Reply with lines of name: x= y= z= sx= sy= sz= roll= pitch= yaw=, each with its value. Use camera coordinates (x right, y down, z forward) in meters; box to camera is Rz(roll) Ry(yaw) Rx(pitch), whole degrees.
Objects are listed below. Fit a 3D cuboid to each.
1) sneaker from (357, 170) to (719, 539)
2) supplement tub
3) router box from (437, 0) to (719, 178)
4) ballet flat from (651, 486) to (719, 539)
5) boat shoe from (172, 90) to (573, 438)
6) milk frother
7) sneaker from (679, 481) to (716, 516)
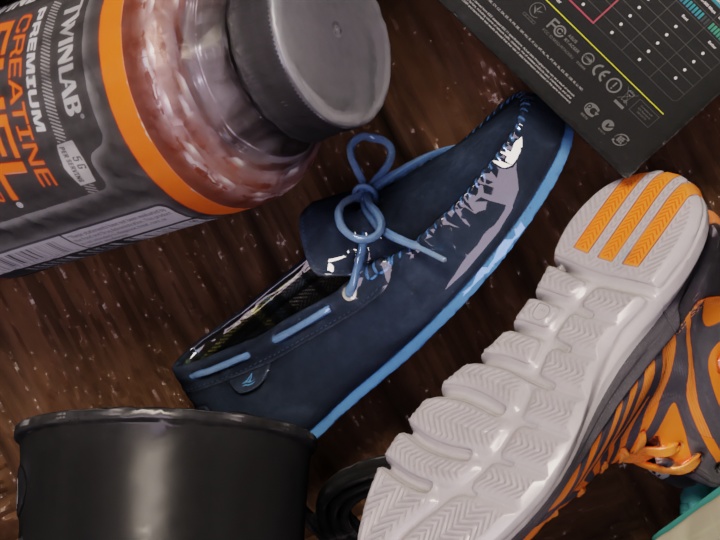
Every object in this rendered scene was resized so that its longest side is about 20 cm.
sneaker: x=0.089 y=0.068 z=0.807 sx=0.200 sy=0.078 sz=0.112 roll=-49 pitch=130 yaw=-12
supplement tub: x=-0.087 y=-0.065 z=0.810 sx=0.200 sy=0.107 sz=0.107 roll=-16 pitch=100 yaw=35
router box: x=0.083 y=-0.155 z=0.771 sx=0.200 sy=0.062 sz=0.150 roll=42 pitch=109 yaw=-19
ballet flat: x=0.118 y=0.127 z=0.797 sx=0.069 sy=0.069 sz=0.200 roll=48 pitch=138 yaw=-2
boat shoe: x=0.000 y=0.000 z=0.844 sx=0.069 sy=0.084 sz=0.200 roll=40 pitch=106 yaw=-12
milk frother: x=-0.031 y=0.158 z=0.814 sx=0.200 sy=0.181 sz=0.188 roll=-1 pitch=76 yaw=7
sneaker: x=0.187 y=0.121 z=0.792 sx=0.200 sy=0.077 sz=0.080 roll=7 pitch=110 yaw=54
